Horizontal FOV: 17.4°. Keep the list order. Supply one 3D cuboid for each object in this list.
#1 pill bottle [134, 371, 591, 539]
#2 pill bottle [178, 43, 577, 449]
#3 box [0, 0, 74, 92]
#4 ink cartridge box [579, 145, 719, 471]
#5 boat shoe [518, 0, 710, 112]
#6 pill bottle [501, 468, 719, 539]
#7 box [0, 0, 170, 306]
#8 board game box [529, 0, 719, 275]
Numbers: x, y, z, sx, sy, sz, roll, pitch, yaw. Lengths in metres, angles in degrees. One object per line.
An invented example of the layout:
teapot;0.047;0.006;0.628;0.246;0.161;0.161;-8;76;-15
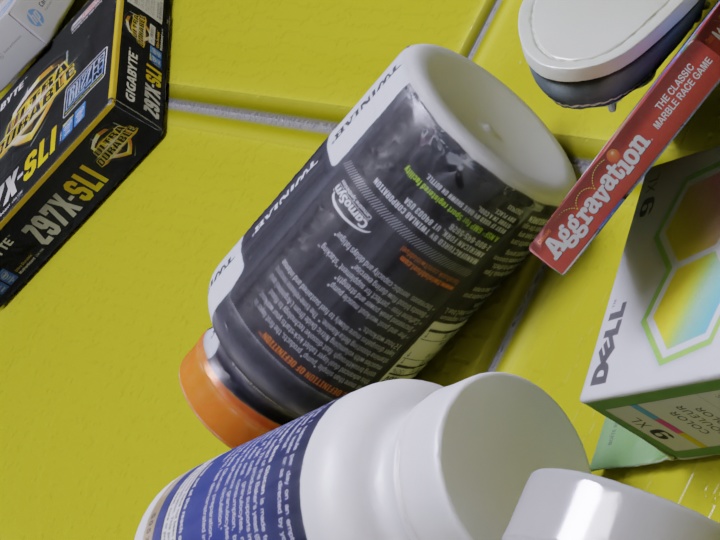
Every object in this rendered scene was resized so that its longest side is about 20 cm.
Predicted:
pill bottle;0.001;0.110;0.972;0.200;0.111;0.112;-29;39;47
pill bottle;0.000;0.000;1.092;0.200;0.106;0.106;-48;28;23
box;-0.252;-0.200;1.771;0.156;0.041;0.201;-37;22;42
ink cartridge box;0.144;0.009;0.880;0.200;0.059;0.104;-16;49;55
boat shoe;0.112;-0.099;0.964;0.072;0.062;0.200;-4;24;17
pill bottle;0.065;0.176;0.784;0.114;0.114;0.201;-3;61;60
box;-0.207;-0.093;1.625;0.200;0.049;0.160;-43;32;31
board game box;0.125;-0.071;0.925;0.103;0.019;0.200;-55;-4;26
